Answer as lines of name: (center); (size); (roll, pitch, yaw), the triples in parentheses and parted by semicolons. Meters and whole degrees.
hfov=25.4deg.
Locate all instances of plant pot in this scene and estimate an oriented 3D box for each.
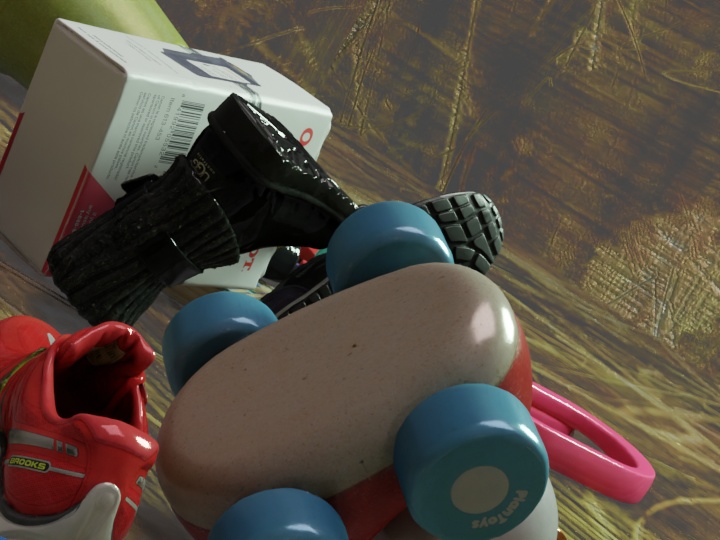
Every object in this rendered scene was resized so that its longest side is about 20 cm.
plant pot: (-0.266, -0.224, 1.576); (0.184, 0.201, 0.200); (46, 13, 19)

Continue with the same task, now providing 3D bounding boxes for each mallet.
mallet: (-0.036, -0.023, 1.178); (0.066, 0.041, 0.199); (30, -19, -30)

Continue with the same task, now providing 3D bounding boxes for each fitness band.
fitness band: (0.166, 0.140, 1.391); (0.199, 0.038, 0.144); (27, 11, -21)

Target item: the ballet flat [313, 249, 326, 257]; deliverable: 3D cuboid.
ballet flat: (-0.004, 0.051, 1.149); (0.201, 0.070, 0.066); (-86, 159, -58)

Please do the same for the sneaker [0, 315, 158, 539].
sneaker: (-0.117, 0.056, 0.663); (0.077, 0.085, 0.200); (27, 9, -25)

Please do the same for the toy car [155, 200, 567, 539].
toy car: (0.019, 0.110, 0.750); (0.201, 0.176, 0.185); (60, 4, -34)

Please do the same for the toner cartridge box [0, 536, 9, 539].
toner cartridge box: (-0.145, 0.098, 0.452); (0.199, 0.043, 0.095); (28, 10, -23)

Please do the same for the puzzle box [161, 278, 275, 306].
puzzle box: (-0.158, -0.021, 1.211); (0.199, 0.026, 0.133); (33, 7, 15)

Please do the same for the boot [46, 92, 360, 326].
boot: (-0.094, -0.023, 1.000); (0.080, 0.158, 0.211); (50, 7, 22)

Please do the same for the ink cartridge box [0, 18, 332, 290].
ink cartridge box: (-0.132, -0.072, 1.072); (0.084, 0.146, 0.199); (37, 20, 34)

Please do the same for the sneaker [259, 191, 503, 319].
sneaker: (0.000, 0.000, 1.090); (0.076, 0.199, 0.088); (64, -12, -24)

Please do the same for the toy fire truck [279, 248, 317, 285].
toy fire truck: (-0.066, -0.007, 1.376); (0.140, 0.049, 0.200); (29, 9, -8)
